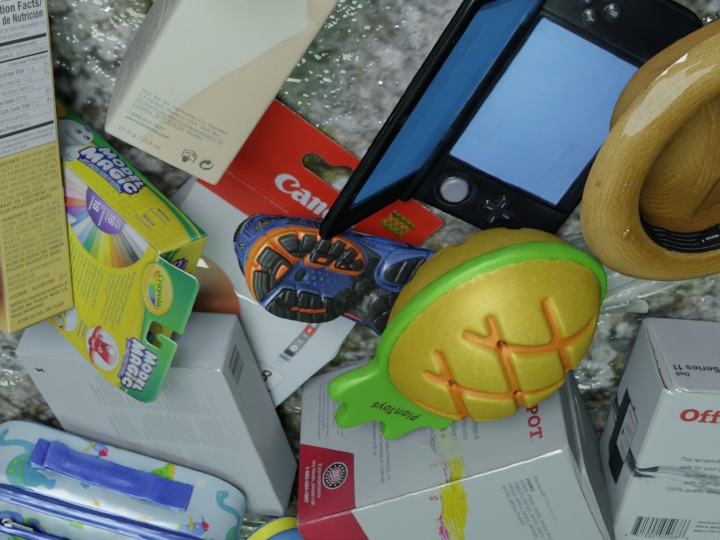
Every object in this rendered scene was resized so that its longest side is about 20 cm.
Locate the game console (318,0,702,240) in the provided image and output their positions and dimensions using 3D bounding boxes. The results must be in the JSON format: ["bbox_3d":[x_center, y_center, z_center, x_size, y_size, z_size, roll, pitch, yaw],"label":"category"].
[{"bbox_3d":[0.094,-0.086,0.789,0.175,0.117,0.200,24,125,-17],"label":"game console"}]

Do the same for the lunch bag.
[{"bbox_3d":[-0.191,0.191,0.969,0.199,0.083,0.161,17,142,-5],"label":"lunch bag"}]

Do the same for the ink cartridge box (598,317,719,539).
[{"bbox_3d":[0.262,0.137,0.979,0.146,0.083,0.201,5,128,-8],"label":"ink cartridge box"}]

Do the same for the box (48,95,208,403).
[{"bbox_3d":[-0.173,-0.019,0.819,0.200,0.048,0.118,43,129,21],"label":"box"}]

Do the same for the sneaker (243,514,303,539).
[{"bbox_3d":[-0.023,0.248,1.031,0.066,0.079,0.200,-42,152,9],"label":"sneaker"}]

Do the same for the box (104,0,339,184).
[{"bbox_3d":[-0.066,-0.159,0.750,0.077,0.095,0.200,26,126,-20],"label":"box"}]

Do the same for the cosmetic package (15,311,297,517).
[{"bbox_3d":[-0.140,0.103,0.940,0.150,0.052,0.201,2,142,13],"label":"cosmetic package"}]

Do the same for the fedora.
[{"bbox_3d":[0.211,-0.084,0.779,0.199,0.082,0.201,-11,136,-11],"label":"fedora"}]

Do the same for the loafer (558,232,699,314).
[{"bbox_3d":[0.174,0.004,0.888,0.199,0.070,0.070,-24,117,17],"label":"loafer"}]

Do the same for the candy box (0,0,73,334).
[{"bbox_3d":[-0.237,-0.075,0.781,0.116,0.056,0.201,18,118,35],"label":"candy box"}]

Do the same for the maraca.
[{"bbox_3d":[0.067,0.047,0.820,0.137,0.107,0.200,23,127,-39],"label":"maraca"}]

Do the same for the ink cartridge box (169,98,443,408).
[{"bbox_3d":[-0.064,-0.002,0.901,0.162,0.050,0.200,34,124,-24],"label":"ink cartridge box"}]

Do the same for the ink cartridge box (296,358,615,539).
[{"bbox_3d":[0.072,0.148,0.954,0.199,0.146,0.145,-18,127,15],"label":"ink cartridge box"}]

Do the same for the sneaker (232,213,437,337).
[{"bbox_3d":[0.000,0.000,0.864,0.199,0.078,0.076,21,104,-38],"label":"sneaker"}]
